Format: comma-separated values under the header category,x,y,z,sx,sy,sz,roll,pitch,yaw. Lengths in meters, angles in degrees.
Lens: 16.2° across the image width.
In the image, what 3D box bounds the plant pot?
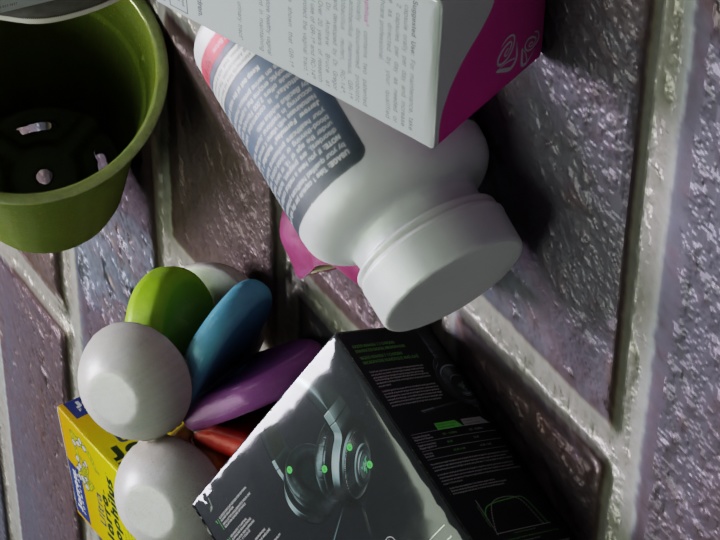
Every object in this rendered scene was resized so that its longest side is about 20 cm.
category,x,y,z,sx,sy,sz,roll,pitch,yaw
plant pot,-0.238,-0.103,1.840,0.201,0.199,0.190,59,166,17

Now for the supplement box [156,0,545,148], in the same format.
category,x,y,z,sx,sy,sz,roll,pitch,yaw
supplement box,-0.009,-0.166,1.316,0.199,0.101,0.104,29,141,27

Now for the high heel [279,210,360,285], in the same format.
category,x,y,z,sx,sy,sz,roll,pitch,yaw
high heel,0.000,0.000,1.538,0.200,0.067,0.096,43,137,51

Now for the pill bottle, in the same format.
category,x,y,z,sx,sy,sz,roll,pitch,yaw
pill bottle,0.002,-0.072,1.418,0.201,0.119,0.120,59,155,18

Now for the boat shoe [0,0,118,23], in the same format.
category,x,y,z,sx,sy,sz,roll,pitch,yaw
boat shoe,-0.249,-0.208,1.731,0.057,0.199,0.067,94,166,-45

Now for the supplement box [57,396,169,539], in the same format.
category,x,y,z,sx,sy,sz,roll,pitch,yaw
supplement box,-0.133,0.171,1.924,0.200,0.108,0.110,38,144,47

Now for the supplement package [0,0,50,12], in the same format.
category,x,y,z,sx,sy,sz,roll,pitch,yaw
supplement package,-0.233,-0.303,1.634,0.191,0.146,0.201,-125,24,-51

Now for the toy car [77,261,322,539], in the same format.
category,x,y,z,sx,sy,sz,roll,pitch,yaw
toy car,-0.088,0.089,1.736,0.149,0.175,0.201,-8,106,30

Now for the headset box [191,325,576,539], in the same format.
category,x,y,z,sx,sy,sz,roll,pitch,yaw
headset box,0.010,0.154,1.550,0.174,0.093,0.200,-51,62,32
